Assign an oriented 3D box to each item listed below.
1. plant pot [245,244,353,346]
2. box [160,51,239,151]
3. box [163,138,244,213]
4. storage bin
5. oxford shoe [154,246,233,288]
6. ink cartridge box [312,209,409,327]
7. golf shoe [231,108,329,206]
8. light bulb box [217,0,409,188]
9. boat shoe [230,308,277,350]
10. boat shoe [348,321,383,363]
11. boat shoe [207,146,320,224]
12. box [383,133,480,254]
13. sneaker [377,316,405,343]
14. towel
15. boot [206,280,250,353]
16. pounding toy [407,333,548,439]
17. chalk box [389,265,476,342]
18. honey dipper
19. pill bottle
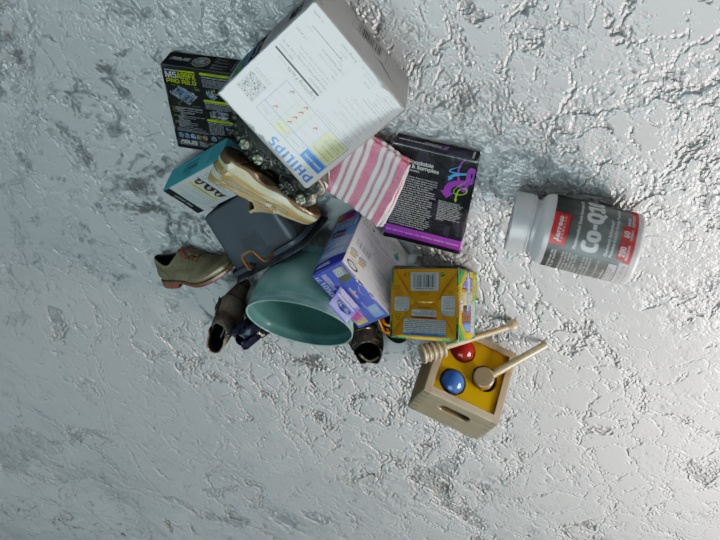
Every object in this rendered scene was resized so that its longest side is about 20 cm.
[{"bbox_3d":[-0.097,0.038,1.369,0.197,0.136,0.201,10,155,5],"label":"plant pot"},{"bbox_3d":[-0.223,-0.272,1.250,0.197,0.045,0.162,10,134,13],"label":"box"},{"bbox_3d":[-0.263,-0.164,1.323,0.082,0.050,0.199,34,150,-32],"label":"box"},{"bbox_3d":[-0.185,-0.084,1.356,0.199,0.146,0.135,-25,109,37],"label":"storage bin"},{"bbox_3d":[-0.345,-0.012,1.528,0.198,0.071,0.075,-10,122,28],"label":"oxford shoe"},{"bbox_3d":[0.000,0.000,1.300,0.076,0.201,0.137,-26,117,33],"label":"ink cartridge box"},{"bbox_3d":[-0.128,-0.197,1.212,0.077,0.088,0.201,-31,106,32],"label":"golf shoe"},{"bbox_3d":[-0.065,-0.270,1.097,0.199,0.125,0.198,-34,113,25],"label":"light bulb box"},{"bbox_3d":[-0.219,0.112,1.515,0.075,0.093,0.200,46,170,3],"label":"boat shoe"},{"bbox_3d":[0.009,0.153,1.498,0.073,0.074,0.201,-9,152,7],"label":"boat shoe"},{"bbox_3d":[-0.161,-0.126,1.245,0.199,0.072,0.076,32,113,-23],"label":"boat shoe"},{"bbox_3d":[0.117,-0.126,1.257,0.141,0.036,0.202,15,136,10],"label":"box"},{"bbox_3d":[0.061,0.092,1.444,0.077,0.078,0.201,4,146,14],"label":"sneaker"},{"bbox_3d":[-0.021,-0.175,1.243,0.199,0.030,0.147,33,136,8],"label":"towel"},{"bbox_3d":[-0.278,0.115,1.563,0.069,0.147,0.201,19,136,4],"label":"boot"},{"bbox_3d":[0.226,0.201,1.435,0.198,0.186,0.143,25,148,-2],"label":"pounding toy"},{"bbox_3d":[0.138,0.061,1.332,0.123,0.126,0.200,1,176,20],"label":"chalk box"},{"bbox_3d":[0.204,0.129,1.397,0.197,0.038,0.038,-15,135,-13],"label":"honey dipper"},{"bbox_3d":[0.333,-0.056,1.179,0.197,0.115,0.115,14,135,8],"label":"pill bottle"}]
